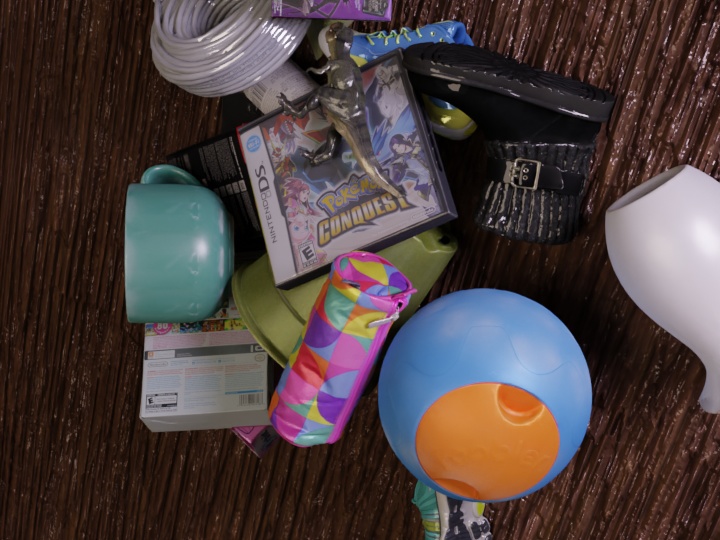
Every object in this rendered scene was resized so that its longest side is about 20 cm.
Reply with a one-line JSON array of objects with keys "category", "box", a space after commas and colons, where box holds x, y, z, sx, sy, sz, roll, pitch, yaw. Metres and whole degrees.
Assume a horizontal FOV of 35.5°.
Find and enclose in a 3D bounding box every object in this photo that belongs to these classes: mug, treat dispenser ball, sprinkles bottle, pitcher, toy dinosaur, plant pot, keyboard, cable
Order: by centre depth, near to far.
[{"category": "pitcher", "box": [0.322, 0.000, 0.980, 0.171, 0.121, 0.200, -31, 94, 20]}, {"category": "treat dispenser ball", "box": [0.116, 0.117, 1.063, 0.201, 0.201, 0.201, 12, 110, 35]}, {"category": "toy dinosaur", "box": [-0.026, -0.149, 1.089, 0.088, 0.047, 0.200, -21, 74, 16]}, {"category": "plant pot", "box": [0.000, 0.000, 1.193, 0.190, 0.200, 0.200, -47, 73, 24]}, {"category": "cable", "box": [-0.139, -0.274, 1.211, 0.200, 0.069, 0.200, -15, 53, 28]}, {"category": "mug", "box": [-0.197, -0.034, 1.243, 0.152, 0.114, 0.185, 148, 122, -81]}, {"category": "sprinkles bottle", "box": [-0.072, -0.187, 1.251, 0.200, 0.068, 0.068, 45, 126, 19]}, {"category": "keyboard", "box": [-0.122, -0.113, 1.344, 0.127, 0.021, 0.200, 20, 116, 39]}]

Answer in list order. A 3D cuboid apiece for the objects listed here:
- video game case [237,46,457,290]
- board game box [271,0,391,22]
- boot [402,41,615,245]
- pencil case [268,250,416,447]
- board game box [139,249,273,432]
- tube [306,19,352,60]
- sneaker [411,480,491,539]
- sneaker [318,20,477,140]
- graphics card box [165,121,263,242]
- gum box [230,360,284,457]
[{"category": "video game case", "box": [-0.019, -0.099, 1.113, 0.200, 0.025, 0.181, -23, 70, 23]}, {"category": "board game box", "box": [-0.025, -0.345, 1.089, 0.120, 0.032, 0.200, 1, 100, -3]}, {"category": "boot", "box": [0.125, -0.118, 1.074, 0.211, 0.079, 0.158, 19, 116, 6]}, {"category": "pencil case", "box": [-0.020, 0.077, 1.078, 0.088, 0.088, 0.200, 38, 120, 23]}, {"category": "board game box", "box": [-0.174, 0.081, 1.311, 0.147, 0.064, 0.200, -3, 65, 4]}, {"category": "tube", "box": [-0.001, -0.307, 1.176, 0.052, 0.058, 0.200, 34, 136, -22]}, {"category": "sneaker", "box": [0.098, 0.274, 1.267, 0.080, 0.077, 0.200, 18, 110, 54]}, {"category": "sneaker", "box": [0.054, -0.222, 1.149, 0.200, 0.076, 0.105, 35, 111, 16]}, {"category": "graphics card box", "box": [-0.147, -0.095, 1.299, 0.200, 0.051, 0.126, -11, 98, 54]}, {"category": "gum box", "box": [-0.153, 0.113, 1.365, 0.200, 0.113, 0.066, 41, 165, 22]}]
